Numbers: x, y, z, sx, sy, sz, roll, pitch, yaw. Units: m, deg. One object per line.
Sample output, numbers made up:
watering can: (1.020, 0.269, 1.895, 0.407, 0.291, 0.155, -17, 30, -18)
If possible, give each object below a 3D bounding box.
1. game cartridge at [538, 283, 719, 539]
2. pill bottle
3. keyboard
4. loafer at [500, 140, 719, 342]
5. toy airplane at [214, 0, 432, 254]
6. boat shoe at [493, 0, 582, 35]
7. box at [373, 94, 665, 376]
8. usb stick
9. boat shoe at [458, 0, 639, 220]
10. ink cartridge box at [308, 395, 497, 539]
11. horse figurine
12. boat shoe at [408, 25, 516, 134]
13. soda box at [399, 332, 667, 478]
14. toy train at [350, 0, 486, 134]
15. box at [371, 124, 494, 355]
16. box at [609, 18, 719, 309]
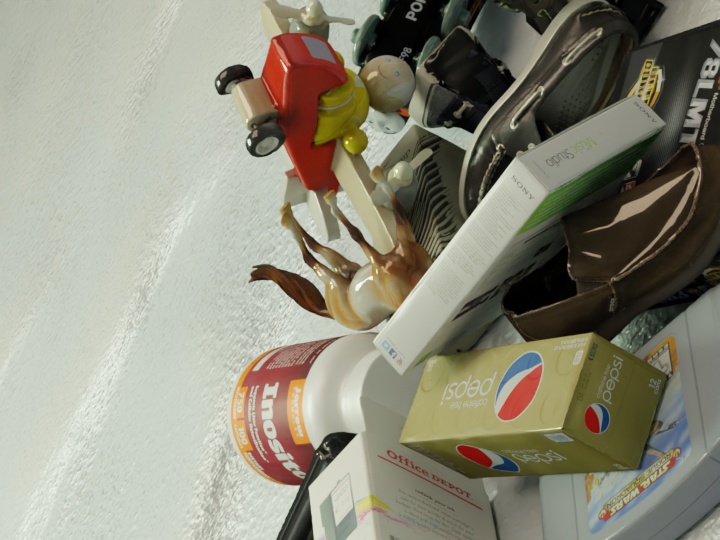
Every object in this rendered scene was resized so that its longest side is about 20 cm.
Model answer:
game cartridge: (0.183, 0.110, 1.363, 0.200, 0.041, 0.133, -45, 24, 33)
pill bottle: (-0.013, 0.106, 1.662, 0.200, 0.113, 0.113, -14, 52, 60)
keyboard: (0.177, -0.222, 1.725, 0.104, 0.040, 0.200, -58, 25, 10)
loafer: (0.161, -0.011, 1.380, 0.200, 0.071, 0.073, -49, 28, 31)
toy airplane: (-0.018, -0.115, 1.706, 0.141, 0.200, 0.199, -29, 17, 0)
boat shoe: (0.114, -0.230, 1.631, 0.066, 0.201, 0.072, -33, 42, -4)
box: (0.104, -0.023, 1.442, 0.144, 0.036, 0.200, -29, -17, -46)
usb stick: (-0.027, 0.181, 1.611, 0.200, 0.055, 0.033, 113, 154, -50)
boat shoe: (0.144, -0.109, 1.636, 0.200, 0.074, 0.060, -57, 33, 12)
ink cartridge box: (0.032, 0.189, 1.478, 0.067, 0.117, 0.200, -48, 27, 26)
horse figurine: (0.000, 0.000, 1.608, 0.050, 0.133, 0.200, -42, 13, -34)
boat shoe: (0.095, -0.129, 1.757, 0.075, 0.093, 0.200, -46, -7, -1)
soda box: (0.108, 0.091, 1.414, 0.200, 0.064, 0.068, -12, 54, 60)
toy train: (0.055, -0.211, 1.858, 0.114, 0.085, 0.200, 82, -149, -63)
box: (0.058, -0.023, 1.713, 0.082, 0.068, 0.200, -52, 26, 25)
box: (0.227, -0.074, 1.457, 0.198, 0.050, 0.200, -15, 52, 60)
